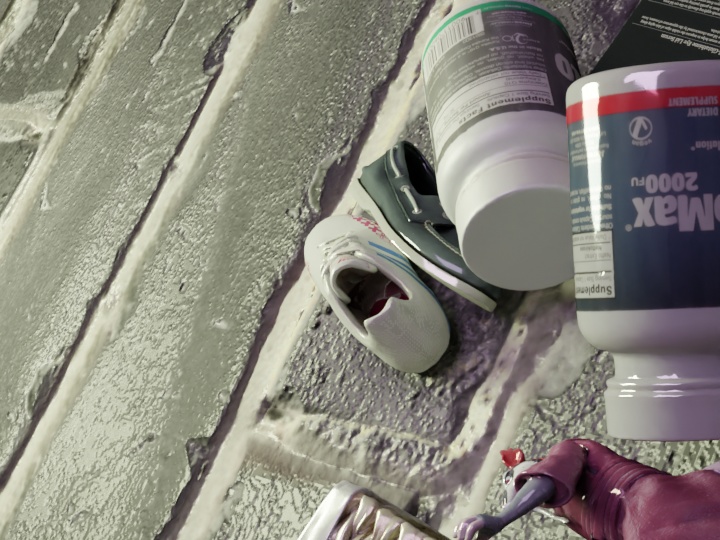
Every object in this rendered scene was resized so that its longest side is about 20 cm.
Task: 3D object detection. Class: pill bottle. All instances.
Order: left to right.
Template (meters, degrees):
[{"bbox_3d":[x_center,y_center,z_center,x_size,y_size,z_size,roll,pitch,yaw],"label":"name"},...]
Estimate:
[{"bbox_3d":[0.105,-0.089,0.976,0.113,0.113,0.200,-30,40,24],"label":"pill bottle"},{"bbox_3d":[0.179,-0.009,0.791,0.120,0.120,0.200,-4,89,42],"label":"pill bottle"}]

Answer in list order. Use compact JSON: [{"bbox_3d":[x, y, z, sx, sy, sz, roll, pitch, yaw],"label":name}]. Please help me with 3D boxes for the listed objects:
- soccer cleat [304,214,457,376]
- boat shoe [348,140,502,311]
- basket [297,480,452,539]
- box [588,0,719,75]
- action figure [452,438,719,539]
[{"bbox_3d":[0.000,0.000,1.039,0.070,0.086,0.200,-48,39,4],"label":"soccer cleat"},{"bbox_3d":[0.054,-0.038,1.029,0.062,0.073,0.200,-51,34,7],"label":"boat shoe"},{"bbox_3d":[0.014,0.244,0.804,0.123,0.136,0.200,20,77,46],"label":"basket"},{"bbox_3d":[0.257,-0.125,0.893,0.141,0.079,0.200,-53,39,-5],"label":"box"},{"bbox_3d":[0.149,0.124,0.763,0.200,0.134,0.149,23,77,48],"label":"action figure"}]
